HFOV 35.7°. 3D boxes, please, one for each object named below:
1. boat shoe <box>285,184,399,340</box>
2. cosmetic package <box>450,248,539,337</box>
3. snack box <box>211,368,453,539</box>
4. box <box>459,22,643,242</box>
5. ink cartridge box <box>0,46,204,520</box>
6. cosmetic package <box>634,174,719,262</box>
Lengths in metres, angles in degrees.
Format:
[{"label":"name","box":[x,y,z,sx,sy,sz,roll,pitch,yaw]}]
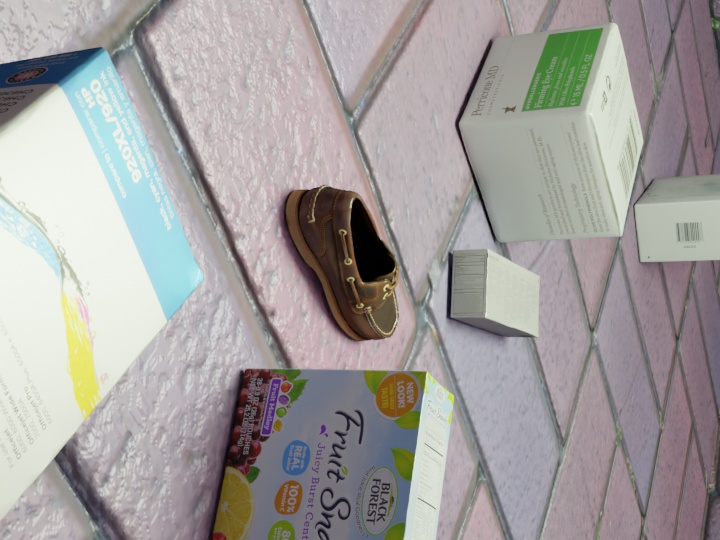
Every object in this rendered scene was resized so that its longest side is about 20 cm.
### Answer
[{"label":"boat shoe","box":[0.000,0.000,1.038,0.201,0.070,0.071,58,39,-47]},{"label":"cosmetic package","box":[0.170,0.031,1.388,0.200,0.050,0.084,22,71,-61]},{"label":"snack box","box":[-0.024,0.180,0.867,0.068,0.167,0.202,42,52,-56]},{"label":"box","box":[0.250,-0.174,1.428,0.201,0.170,0.200,65,35,-36]},{"label":"ink cartridge box","box":[-0.204,0.005,0.548,0.200,0.146,0.146,-57,137,-49]},{"label":"cosmetic package","box":[0.664,-0.108,2.209,0.200,0.197,0.124,-36,120,-58]}]
